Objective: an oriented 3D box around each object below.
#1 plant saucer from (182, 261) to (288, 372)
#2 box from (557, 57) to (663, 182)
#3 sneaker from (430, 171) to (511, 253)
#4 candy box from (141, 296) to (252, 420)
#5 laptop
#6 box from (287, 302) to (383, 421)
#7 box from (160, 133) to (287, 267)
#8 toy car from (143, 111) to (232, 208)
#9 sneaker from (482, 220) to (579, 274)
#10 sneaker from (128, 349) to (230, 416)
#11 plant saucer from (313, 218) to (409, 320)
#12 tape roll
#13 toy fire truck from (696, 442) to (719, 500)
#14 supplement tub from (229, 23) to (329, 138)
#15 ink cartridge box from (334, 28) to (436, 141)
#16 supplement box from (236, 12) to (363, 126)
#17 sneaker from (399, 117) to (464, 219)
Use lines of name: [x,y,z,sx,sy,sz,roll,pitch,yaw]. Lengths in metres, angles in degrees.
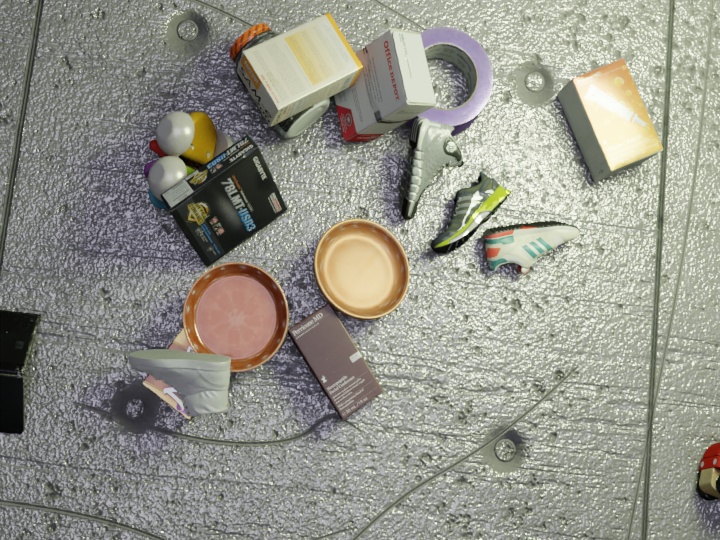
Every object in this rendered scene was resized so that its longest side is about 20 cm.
plant saucer: [-0.231,0.087,1.604,0.195,0.032,0.205,1,82,-5]
box: [0.504,-0.302,1.744,0.122,0.098,0.204,-22,85,-7]
sneaker: [0.206,-0.113,1.713,0.200,0.074,0.081,-42,79,-15]
candy box: [-0.307,0.167,1.629,0.116,0.056,0.201,36,80,0]
laptop: [-0.702,0.184,1.613,0.173,0.104,0.204,6,57,-5]
box: [-0.048,0.173,1.644,0.099,0.075,0.202,-33,85,-8]
box: [-0.249,-0.126,1.603,0.197,0.201,0.050,-34,58,-9]
toy car: [-0.345,-0.199,1.636,0.147,0.174,0.205,3,81,30]
sneaker: [0.341,-0.045,1.719,0.195,0.070,0.096,-6,101,-8]
sneaker: [-0.330,0.208,1.556,0.195,0.074,0.118,5,102,15]
plant saucer: [0.000,0.000,1.665,0.196,0.037,0.205,7,68,-18]
tape roll: [0.162,-0.376,1.728,0.195,0.085,0.205,1,82,-4]
toy fire truck: [0.773,0.364,1.680,0.173,0.129,0.204,20,70,-2]
supplement tub: [-0.160,-0.371,1.678,0.122,0.123,0.201,-36,87,-9]
ink cartridge box: [0.040,-0.351,1.651,0.083,0.198,0.148,-7,82,-39]
supplement box: [-0.112,-0.371,1.586,0.198,0.074,0.127,-30,85,-24]
sneaker: [0.146,-0.191,1.686,0.113,0.075,0.204,4,112,-15]
